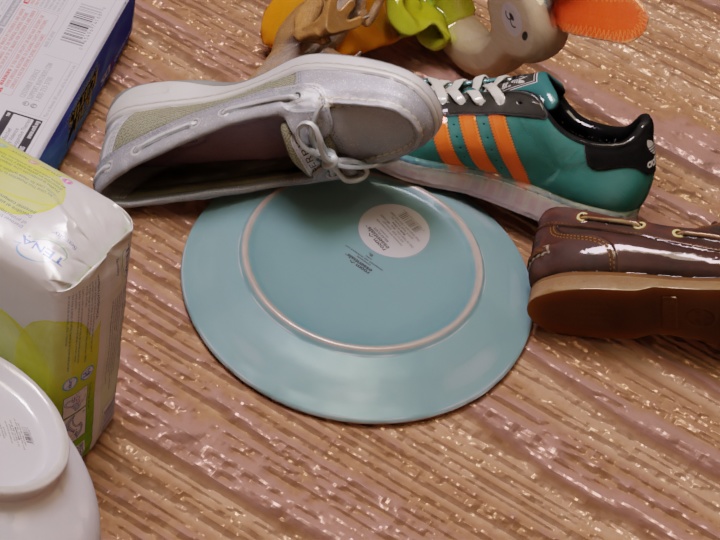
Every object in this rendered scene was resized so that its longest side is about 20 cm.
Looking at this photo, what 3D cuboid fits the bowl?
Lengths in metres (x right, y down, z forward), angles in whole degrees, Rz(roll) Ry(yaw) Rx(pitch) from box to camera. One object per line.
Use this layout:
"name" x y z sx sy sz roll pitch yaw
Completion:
"bowl" -0.194 0.095 0.972 0.200 0.091 0.201 26 30 -17

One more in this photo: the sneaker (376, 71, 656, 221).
"sneaker" 0.074 -0.086 1.239 0.199 0.080 0.071 18 25 1

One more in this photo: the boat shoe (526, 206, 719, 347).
"boat shoe" 0.192 0.002 1.187 0.199 0.071 0.071 9 56 3

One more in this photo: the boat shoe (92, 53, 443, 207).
"boat shoe" -0.052 -0.070 1.191 0.201 0.075 0.065 -2 51 18

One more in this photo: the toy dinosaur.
"toy dinosaur" -0.035 -0.125 1.241 0.200 0.060 0.106 -45 24 -10

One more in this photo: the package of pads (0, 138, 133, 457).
"package of pads" -0.208 -0.006 1.072 0.199 0.155 0.068 29 48 16

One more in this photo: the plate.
"plate" 0.000 0.000 1.195 0.199 0.026 0.201 5 47 -5

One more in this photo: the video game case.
"video game case" -0.247 -0.117 1.242 0.180 0.046 0.200 18 47 4

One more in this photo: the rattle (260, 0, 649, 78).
"rattle" 0.051 -0.158 1.256 0.142 0.131 0.200 -4 25 -30
